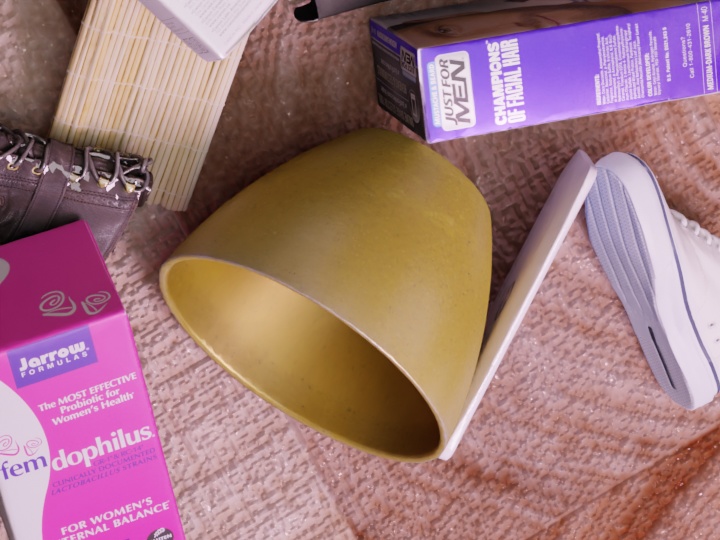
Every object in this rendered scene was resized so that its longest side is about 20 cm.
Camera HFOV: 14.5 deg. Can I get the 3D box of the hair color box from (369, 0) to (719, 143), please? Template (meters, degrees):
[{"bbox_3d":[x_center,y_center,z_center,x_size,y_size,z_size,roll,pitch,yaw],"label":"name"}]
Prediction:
[{"bbox_3d":[0.117,-0.132,1.724,0.200,0.109,0.065,-12,108,-13],"label":"hair color box"}]

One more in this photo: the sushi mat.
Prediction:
[{"bbox_3d":[-0.125,-0.106,1.653,0.096,0.012,0.200,9,140,-14],"label":"sushi mat"}]

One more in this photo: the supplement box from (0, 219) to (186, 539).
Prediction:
[{"bbox_3d":[-0.178,0.086,1.675,0.101,0.103,0.200,-19,128,-9],"label":"supplement box"}]

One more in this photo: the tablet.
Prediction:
[{"bbox_3d":[0.094,0.019,1.751,0.014,0.130,0.200,26,97,-2],"label":"tablet"}]

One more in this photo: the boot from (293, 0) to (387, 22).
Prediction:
[{"bbox_3d":[0.019,-0.235,1.667,0.138,0.077,0.200,-13,126,-7],"label":"boot"}]

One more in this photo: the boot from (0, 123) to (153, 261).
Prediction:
[{"bbox_3d":[-0.204,-0.073,1.647,0.174,0.069,0.200,10,140,-15],"label":"boot"}]

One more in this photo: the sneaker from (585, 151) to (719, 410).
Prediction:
[{"bbox_3d":[0.200,-0.004,1.802,0.071,0.073,0.200,-37,130,-17],"label":"sneaker"}]

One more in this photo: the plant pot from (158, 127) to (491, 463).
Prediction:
[{"bbox_3d":[0.000,0.000,1.703,0.200,0.200,0.142,43,66,-21],"label":"plant pot"}]

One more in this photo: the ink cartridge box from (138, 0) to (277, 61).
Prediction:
[{"bbox_3d":[-0.117,-0.220,1.543,0.200,0.050,0.109,42,83,-12],"label":"ink cartridge box"}]
